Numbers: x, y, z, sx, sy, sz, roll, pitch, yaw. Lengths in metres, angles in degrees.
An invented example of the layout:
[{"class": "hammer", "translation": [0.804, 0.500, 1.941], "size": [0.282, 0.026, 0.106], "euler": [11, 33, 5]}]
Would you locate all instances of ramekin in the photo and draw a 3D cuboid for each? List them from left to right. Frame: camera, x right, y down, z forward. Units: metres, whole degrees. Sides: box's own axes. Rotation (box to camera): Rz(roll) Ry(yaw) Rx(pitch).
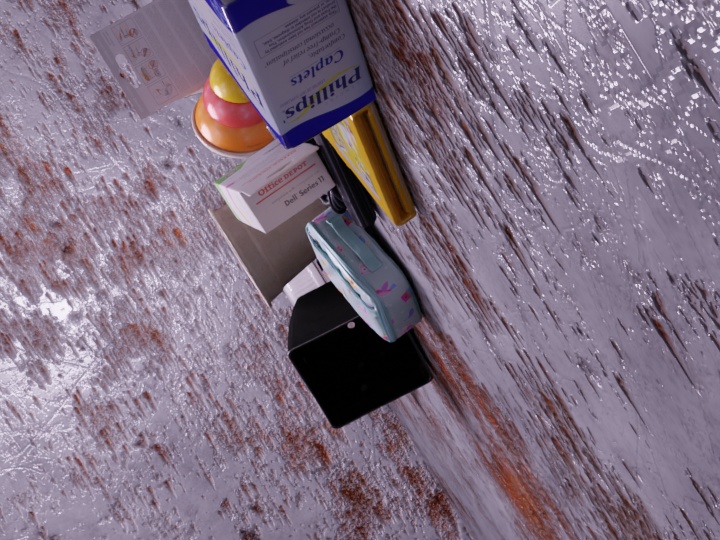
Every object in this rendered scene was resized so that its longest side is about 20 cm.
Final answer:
[{"class": "ramekin", "translation": [-0.163, 0.041, 3.009], "size": [0.201, 0.104, 0.200], "euler": [57, 174, 9]}]

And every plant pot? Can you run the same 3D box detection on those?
[{"class": "plant pot", "translation": [-0.137, -0.069, 1.868], "size": [0.202, 0.182, 0.201], "euler": [56, 173, 10]}, {"class": "plant pot", "translation": [-0.014, 0.117, 1.877], "size": [0.201, 0.198, 0.178], "euler": [61, -176, -34]}]

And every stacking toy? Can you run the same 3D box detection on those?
[{"class": "stacking toy", "translation": [-0.180, -0.281, 1.607], "size": [0.147, 0.145, 0.201], "euler": [54, 154, 24]}]

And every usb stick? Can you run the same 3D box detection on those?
[{"class": "usb stick", "translation": [-0.026, -0.134, 1.374], "size": [0.056, 0.032, 0.201], "euler": [61, 178, 46]}]

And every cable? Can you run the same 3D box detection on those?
[{"class": "cable", "translation": [-0.065, -0.166, 1.495], "size": [0.201, 0.051, 0.163], "euler": [58, 167, -19]}]

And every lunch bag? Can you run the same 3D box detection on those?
[{"class": "lunch bag", "translation": [0.000, 0.000, 1.570], "size": [0.200, 0.077, 0.161], "euler": [47, 171, 30]}]

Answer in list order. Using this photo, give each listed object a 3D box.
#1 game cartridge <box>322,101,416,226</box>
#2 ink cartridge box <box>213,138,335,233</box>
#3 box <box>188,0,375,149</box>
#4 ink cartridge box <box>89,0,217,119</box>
[{"class": "game cartridge", "translation": [-0.018, -0.164, 1.166], "size": [0.200, 0.032, 0.177], "euler": [51, 171, 41]}, {"class": "ink cartridge box", "translation": [-0.110, -0.112, 1.407], "size": [0.068, 0.117, 0.200], "euler": [58, 169, -18]}, {"class": "box", "translation": [-0.091, -0.247, 0.986], "size": [0.185, 0.104, 0.201], "euler": [54, 174, 33]}, {"class": "ink cartridge box", "translation": [-0.301, -0.348, 1.701], "size": [0.164, 0.199, 0.057], "euler": [57, 172, 4]}]
